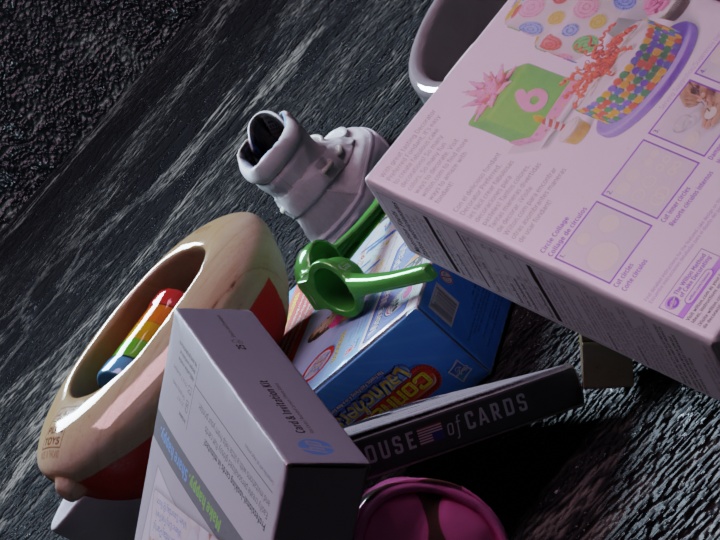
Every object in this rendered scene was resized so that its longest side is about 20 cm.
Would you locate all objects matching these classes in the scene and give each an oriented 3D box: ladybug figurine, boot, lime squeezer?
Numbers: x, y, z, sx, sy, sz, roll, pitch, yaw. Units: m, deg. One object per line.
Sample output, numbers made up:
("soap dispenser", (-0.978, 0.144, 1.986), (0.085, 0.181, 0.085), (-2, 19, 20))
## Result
("ladybug figurine", (-0.105, 0.056, 1.546), (0.200, 0.072, 0.136), (-54, 21, -23))
("boot", (-0.035, -0.083, 1.928), (0.074, 0.096, 0.200), (-45, 13, 10))
("lime squeezer", (0.000, 0.000, 1.490), (0.070, 0.038, 0.200), (-16, 13, -2))

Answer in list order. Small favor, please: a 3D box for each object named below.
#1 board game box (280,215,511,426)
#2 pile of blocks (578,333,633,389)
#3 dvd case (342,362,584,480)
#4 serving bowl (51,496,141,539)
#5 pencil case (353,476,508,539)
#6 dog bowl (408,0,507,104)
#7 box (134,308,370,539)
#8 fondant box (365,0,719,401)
("board game box", (0.004, 0.040, 1.536), (0.196, 0.056, 0.200), (-41, 15, 30))
("pile of blocks", (0.128, -0.038, 1.281), (0.082, 0.062, 0.201), (81, -173, -70))
("dvd case", (0.000, 0.085, 1.308), (0.150, 0.025, 0.200), (-18, -1, -22))
("serving bowl", (-0.110, 0.093, 1.703), (0.201, 0.066, 0.200), (-56, 6, 9))
("pencil case", (-0.016, 0.149, 1.234), (0.200, 0.090, 0.094), (-28, 45, 62))
("dog bowl", (0.106, -0.144, 1.472), (0.200, 0.059, 0.200), (-40, 22, 20))
("box", (-0.057, 0.138, 1.172), (0.156, 0.041, 0.201), (-131, 47, -59))
("fondant box", (0.122, -0.044, 1.167), (0.200, 0.058, 0.144), (27, 71, 38))
